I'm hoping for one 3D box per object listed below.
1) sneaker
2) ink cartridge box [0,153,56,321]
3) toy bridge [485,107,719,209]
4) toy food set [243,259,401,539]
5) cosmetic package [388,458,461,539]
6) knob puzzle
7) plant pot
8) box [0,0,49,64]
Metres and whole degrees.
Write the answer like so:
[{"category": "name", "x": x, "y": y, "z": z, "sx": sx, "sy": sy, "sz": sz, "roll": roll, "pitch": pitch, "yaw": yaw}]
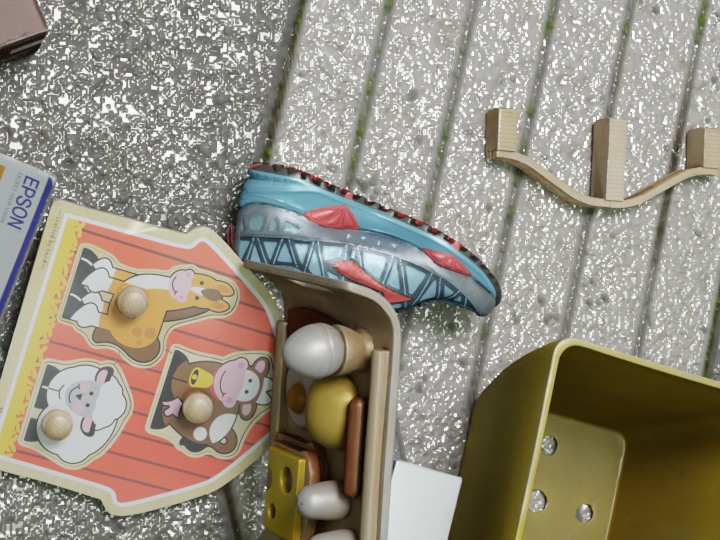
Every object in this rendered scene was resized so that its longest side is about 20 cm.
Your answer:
[{"category": "sneaker", "x": 0.000, "y": 0.000, "z": 0.932, "sx": 0.198, "sy": 0.079, "sz": 0.096, "roll": 23, "pitch": 94, "yaw": -11}, {"category": "ink cartridge box", "x": -0.293, "y": -0.027, "z": 0.771, "sx": 0.198, "sy": 0.200, "sz": 0.041, "roll": 21, "pitch": 36, "yaw": -17}, {"category": "toy bridge", "x": 0.188, "y": -0.081, "z": 1.017, "sx": 0.197, "sy": 0.027, "sz": 0.068, "roll": 3, "pitch": 89, "yaw": -20}, {"category": "toy food set", "x": -0.041, "y": 0.100, "z": 0.822, "sx": 0.060, "sy": 0.143, "sz": 0.203, "roll": 3, "pitch": 94, "yaw": -31}, {"category": "cosmetic package", "x": -0.005, "y": 0.220, "z": 0.869, "sx": 0.051, "sy": 0.151, "sz": 0.202, "roll": 17, "pitch": 81, "yaw": -18}, {"category": "knob puzzle", "x": -0.128, "y": 0.068, "z": 0.874, "sx": 0.217, "sy": 0.030, "sz": 0.223, "roll": -2, "pitch": 99, "yaw": -15}, {"category": "plant pot", "x": 0.158, "y": 0.167, "z": 0.916, "sx": 0.198, "sy": 0.176, "sz": 0.203, "roll": 16, "pitch": 82, "yaw": -19}, {"category": "box", "x": -0.279, "y": -0.220, "z": 0.834, "sx": 0.099, "sy": 0.075, "sz": 0.202, "roll": -22, "pitch": 93, "yaw": -19}]
